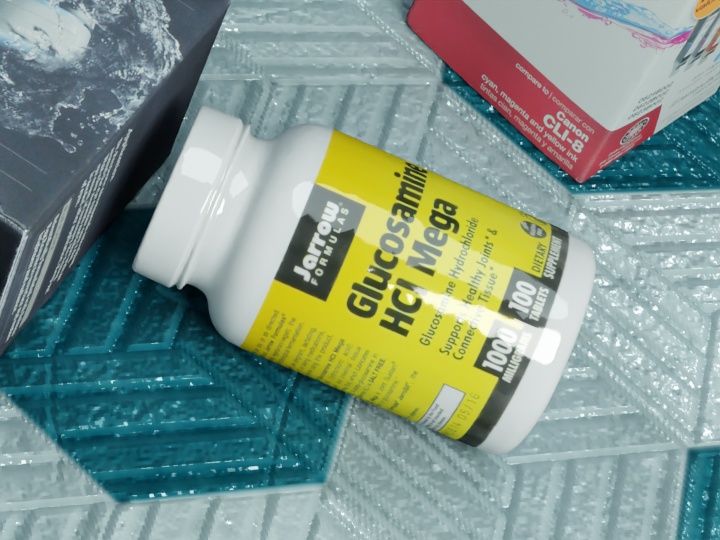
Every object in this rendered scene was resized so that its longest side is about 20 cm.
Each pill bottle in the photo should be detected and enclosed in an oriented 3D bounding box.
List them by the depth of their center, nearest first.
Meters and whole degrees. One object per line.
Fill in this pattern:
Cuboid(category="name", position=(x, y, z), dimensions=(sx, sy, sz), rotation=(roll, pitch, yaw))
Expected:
Cuboid(category="pill bottle", position=(0.000, 0.000, 1.082), dimensions=(0.199, 0.113, 0.113), rotation=(23, 46, -5))

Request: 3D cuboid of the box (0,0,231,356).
Cuboid(category="box", position=(-0.199, -0.088, 1.064), dimensions=(0.196, 0.118, 0.200), rotation=(31, 45, 3))

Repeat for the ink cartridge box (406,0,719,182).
Cuboid(category="ink cartridge box", position=(0.149, -0.183, 1.245), dimensions=(0.145, 0.200, 0.145), rotation=(45, 48, 15))
